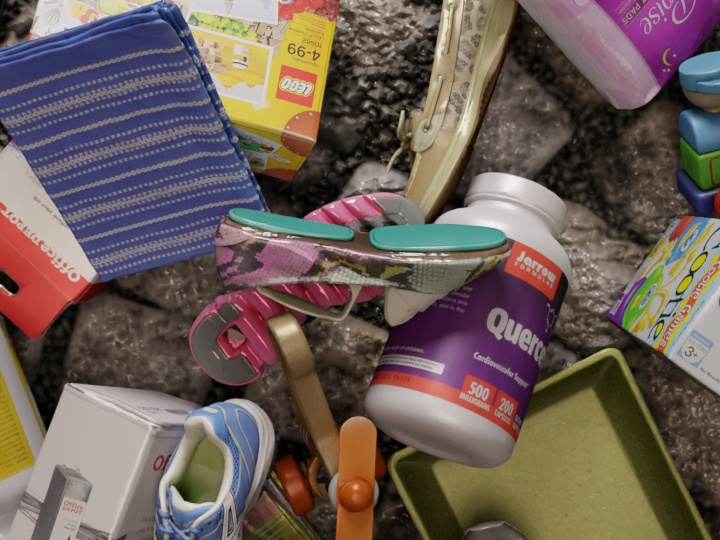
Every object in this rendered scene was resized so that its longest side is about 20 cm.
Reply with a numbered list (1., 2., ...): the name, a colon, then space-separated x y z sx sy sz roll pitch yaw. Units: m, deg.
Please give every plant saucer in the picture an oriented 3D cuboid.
1. plant saucer: 0.149 0.187 0.894 0.199 0.048 0.200 -26 94 2

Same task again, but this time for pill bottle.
1. pill bottle: -0.298 0.126 0.865 0.112 0.112 0.201 -19 93 2
2. pill bottle: 0.085 0.034 0.835 0.112 0.112 0.201 22 74 -1

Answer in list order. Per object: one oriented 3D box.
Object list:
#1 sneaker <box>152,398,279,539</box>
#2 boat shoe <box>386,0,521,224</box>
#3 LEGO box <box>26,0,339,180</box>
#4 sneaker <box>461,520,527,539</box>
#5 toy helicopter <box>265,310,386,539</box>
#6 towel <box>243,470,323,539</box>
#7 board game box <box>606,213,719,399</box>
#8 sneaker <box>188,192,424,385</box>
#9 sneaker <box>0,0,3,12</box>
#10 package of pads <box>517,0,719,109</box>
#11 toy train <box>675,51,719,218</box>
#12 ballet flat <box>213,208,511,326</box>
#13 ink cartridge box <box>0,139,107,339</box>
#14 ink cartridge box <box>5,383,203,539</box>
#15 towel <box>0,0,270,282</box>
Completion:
1. sneaker: -0.118 0.184 0.786 0.075 0.077 0.201 9 83 22
2. boat shoe: 0.064 -0.128 0.865 0.062 0.073 0.201 20 84 5
3. LEGO box: -0.124 -0.167 0.811 0.199 0.077 0.150 13 70 -14
4. sneaker: 0.114 0.284 0.841 0.078 0.077 0.201 -11 93 4
5. toy helicopter: -0.027 0.118 0.811 0.079 0.132 0.201 -23 123 -8
6. towel: -0.110 0.266 0.919 0.200 0.023 0.144 -40 93 4
7. board game box: 0.260 0.034 0.804 0.105 0.200 0.103 35 94 -1
8. sneaker: -0.038 0.003 0.857 0.200 0.095 0.079 -33 96 12
9. sneaker: -0.322 -0.282 0.852 0.139 0.078 0.201 21 94 -1
10. package of pads: 0.168 -0.222 0.813 0.200 0.076 0.121 41 91 -27
11. toy train: 0.328 -0.119 0.830 0.199 0.085 0.116 -16 120 3
12. ballet flat: 0.000 0.000 0.775 0.199 0.069 0.072 4 106 0
13. ink cartridge box: -0.214 -0.058 0.872 0.116 0.067 0.200 43 94 -2
14. ink cartridge box: -0.183 0.190 0.837 0.085 0.146 0.201 22 89 19
15. towel: -0.153 -0.078 0.765 0.144 0.024 0.200 -13 131 11
